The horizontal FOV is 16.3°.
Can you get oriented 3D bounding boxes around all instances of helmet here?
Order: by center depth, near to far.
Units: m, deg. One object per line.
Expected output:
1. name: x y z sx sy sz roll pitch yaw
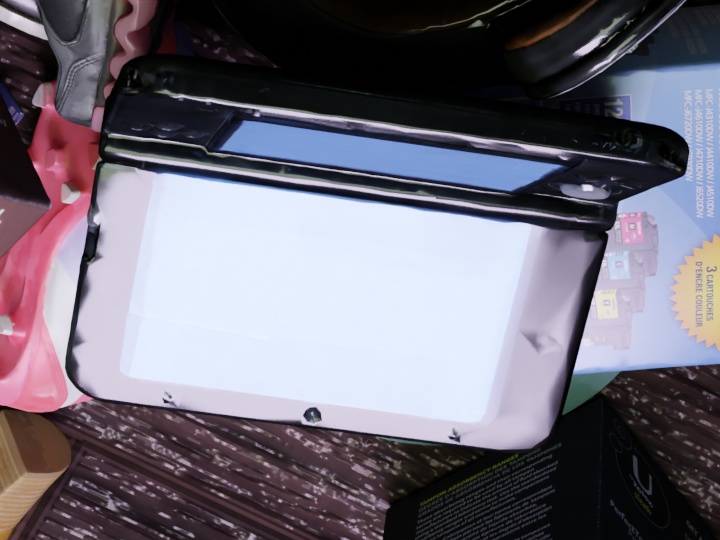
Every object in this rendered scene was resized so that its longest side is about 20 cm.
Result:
1. helmet: 0.035 -0.158 0.903 0.200 0.191 0.200 -3 97 -25

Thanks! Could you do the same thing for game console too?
1. game console: 0.000 0.000 0.926 0.200 0.176 0.117 7 85 -9

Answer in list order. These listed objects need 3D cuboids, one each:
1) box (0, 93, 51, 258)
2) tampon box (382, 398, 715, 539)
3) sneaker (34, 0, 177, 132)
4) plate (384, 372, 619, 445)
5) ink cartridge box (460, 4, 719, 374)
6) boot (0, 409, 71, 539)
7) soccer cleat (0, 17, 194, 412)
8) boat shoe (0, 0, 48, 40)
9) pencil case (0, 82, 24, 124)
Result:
1. box: -0.205 -0.074 0.973 0.100 0.200 0.075 -43 148 24
2. tampon box: 0.093 0.187 1.106 0.126 0.200 0.150 -29 114 22
3. sneaker: -0.112 -0.145 0.940 0.095 0.079 0.200 9 124 4
4. plate: 0.033 0.000 1.099 0.200 0.026 0.200 2 121 4
5. ink cartridge box: 0.137 -0.035 1.022 0.200 0.076 0.137 -5 116 -2
6. boot: -0.240 0.108 1.125 0.144 0.071 0.201 -40 145 28
7. soccer cleat: -0.110 -0.024 1.085 0.076 0.067 0.200 4 122 -42
8. boat shoe: -0.159 -0.166 0.987 0.200 0.073 0.063 41 119 -15
9. pencil case: -0.236 -0.017 1.084 0.087 0.087 0.200 39 117 -18
